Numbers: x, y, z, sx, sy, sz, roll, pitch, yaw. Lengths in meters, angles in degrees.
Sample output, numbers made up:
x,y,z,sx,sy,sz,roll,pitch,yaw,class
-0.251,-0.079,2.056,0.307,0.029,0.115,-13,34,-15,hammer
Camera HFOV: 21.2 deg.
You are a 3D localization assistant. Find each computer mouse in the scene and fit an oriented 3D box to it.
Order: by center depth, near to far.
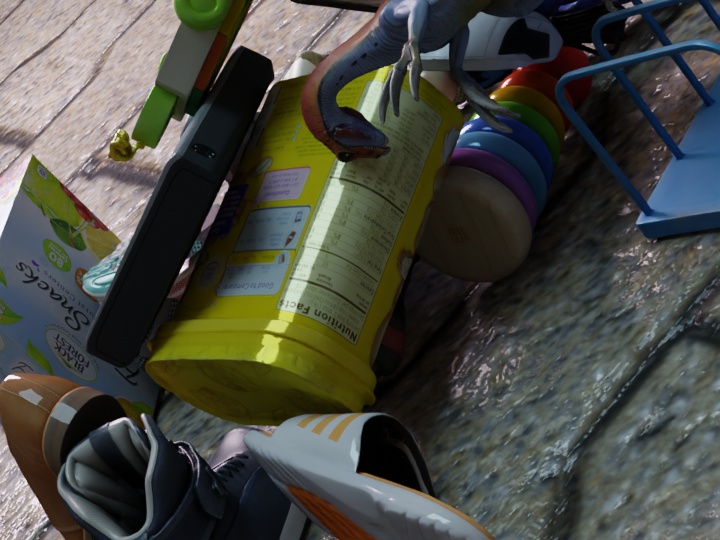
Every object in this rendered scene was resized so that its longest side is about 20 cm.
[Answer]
x,y,z,sx,sy,sz,roll,pitch,yaw,class
0.088,-0.148,1.174,0.109,0.044,0.200,4,10,21,computer mouse

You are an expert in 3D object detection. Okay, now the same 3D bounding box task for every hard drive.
x,y,z,sx,sy,sz,roll,pitch,yaw,class
-0.107,-0.044,1.178,0.140,0.033,0.200,-63,4,25,hard drive

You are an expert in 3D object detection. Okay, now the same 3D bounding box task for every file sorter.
x,y,z,sx,sy,sz,roll,pitch,yaw,class
0.222,-0.138,1.087,0.138,0.123,0.200,-8,40,49,file sorter

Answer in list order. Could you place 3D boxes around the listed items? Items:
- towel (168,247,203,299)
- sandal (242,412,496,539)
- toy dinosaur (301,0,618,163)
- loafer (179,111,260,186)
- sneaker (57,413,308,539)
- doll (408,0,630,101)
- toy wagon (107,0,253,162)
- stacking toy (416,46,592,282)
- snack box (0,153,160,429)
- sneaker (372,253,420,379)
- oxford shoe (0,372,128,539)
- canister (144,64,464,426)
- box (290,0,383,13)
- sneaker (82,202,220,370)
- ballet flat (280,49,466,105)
x,y,z,sx,sy,sz,roll,pitch,yaw,class
-0.061,-0.035,1.343,0.146,0.030,0.200,-38,-5,9,towel
0.018,0.115,1.036,0.206,0.079,0.059,13,57,51,sandal
0.047,-0.142,1.065,0.181,0.105,0.201,-19,51,20,toy dinosaur
-0.060,-0.079,1.367,0.063,0.200,0.072,25,97,21,loafer
-0.099,0.120,1.111,0.077,0.146,0.203,-36,24,16,sneaker
0.113,-0.168,1.327,0.199,0.136,0.049,-27,71,19,doll
-0.095,-0.149,1.175,0.155,0.039,0.201,131,163,-76,toy wagon
0.098,-0.086,1.241,0.085,0.085,0.200,-19,29,40,stacking toy
-0.219,0.037,1.392,0.068,0.169,0.200,-33,26,24,snack box
0.000,0.000,1.240,0.098,0.071,0.201,-47,23,8,sneaker
-0.167,0.124,1.154,0.071,0.201,0.071,23,57,26,oxford shoe
-0.030,-0.016,1.138,0.148,0.086,0.201,-3,58,48,canister
0.077,-0.193,1.180,0.199,0.050,0.157,-2,3,26,box
-0.140,0.014,1.422,0.077,0.092,0.200,-19,13,22,sneaker
-0.004,-0.144,1.439,0.199,0.075,0.068,-8,72,31,ballet flat
